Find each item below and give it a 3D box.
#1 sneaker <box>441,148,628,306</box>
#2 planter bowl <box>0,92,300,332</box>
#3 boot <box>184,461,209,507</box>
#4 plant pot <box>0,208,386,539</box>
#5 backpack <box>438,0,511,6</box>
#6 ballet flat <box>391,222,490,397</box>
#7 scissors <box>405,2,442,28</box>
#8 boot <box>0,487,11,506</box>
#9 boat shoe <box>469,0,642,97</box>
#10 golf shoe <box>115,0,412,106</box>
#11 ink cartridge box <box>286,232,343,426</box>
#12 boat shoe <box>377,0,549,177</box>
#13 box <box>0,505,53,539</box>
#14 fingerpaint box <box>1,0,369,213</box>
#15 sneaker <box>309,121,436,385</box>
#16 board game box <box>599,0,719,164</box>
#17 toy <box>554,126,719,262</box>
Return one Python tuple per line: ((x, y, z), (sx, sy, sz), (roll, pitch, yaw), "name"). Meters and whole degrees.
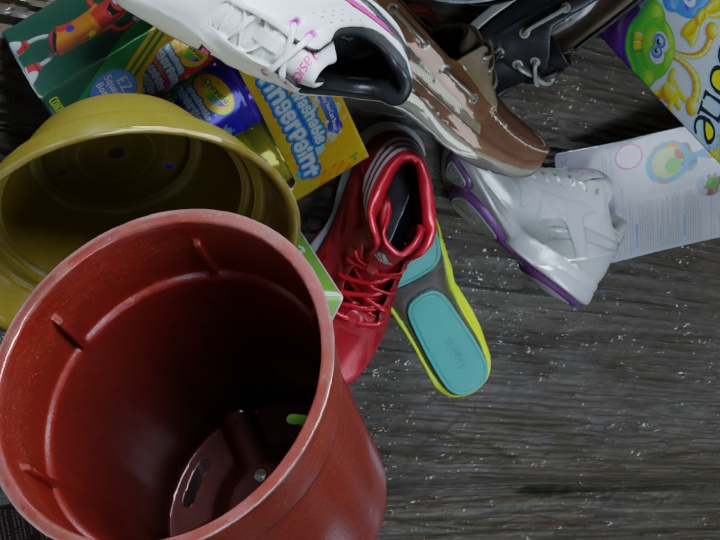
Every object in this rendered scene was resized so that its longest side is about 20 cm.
((0.135, -0.057, 1.341), (0.100, 0.075, 0.200), (-52, 131, -2), "sneaker")
((-0.140, -0.043, 1.017), (0.199, 0.084, 0.201), (-9, 143, -7), "planter bowl")
((-0.120, 0.097, 1.189), (0.200, 0.167, 0.072), (-26, 176, 40), "boot")
((-0.081, 0.100, 0.997), (0.200, 0.201, 0.195), (-34, 147, -2), "plant pot")
((0.097, -0.243, 1.034), (0.199, 0.178, 0.151), (-28, 122, -12), "backpack")
((0.041, 0.005, 1.324), (0.067, 0.067, 0.201), (-25, 107, -1), "ballet flat")
((0.006, -0.186, 1.158), (0.073, 0.014, 0.200), (-31, 141, -1), "scissors")
((-0.251, 0.113, 1.072), (0.199, 0.068, 0.131), (-6, 146, -7), "boot")
((0.130, -0.167, 1.222), (0.200, 0.060, 0.074), (-41, 159, 7), "boat shoe")
((-0.051, -0.145, 0.979), (0.199, 0.092, 0.073), (10, 122, -37), "golf shoe")
((-0.067, 0.073, 1.218), (0.075, 0.200, 0.148), (0, 130, -37), "ink cartridge box")
((0.061, -0.128, 1.165), (0.199, 0.076, 0.072), (29, 107, -35), "boat shoe")
((-0.220, 0.222, 1.256), (0.199, 0.075, 0.100), (9, 141, -41), "box")
((-0.104, -0.108, 1.104), (0.166, 0.073, 0.200), (-31, 142, -5), "fingerpaint box")
((0.000, 0.000, 1.223), (0.078, 0.116, 0.201), (10, 104, -7), "sneaker")
((0.270, -0.158, 1.230), (0.104, 0.200, 0.103), (-4, 132, -33), "board game box")
((0.254, -0.076, 1.417), (0.199, 0.047, 0.116), (-11, 124, -1), "toy")
